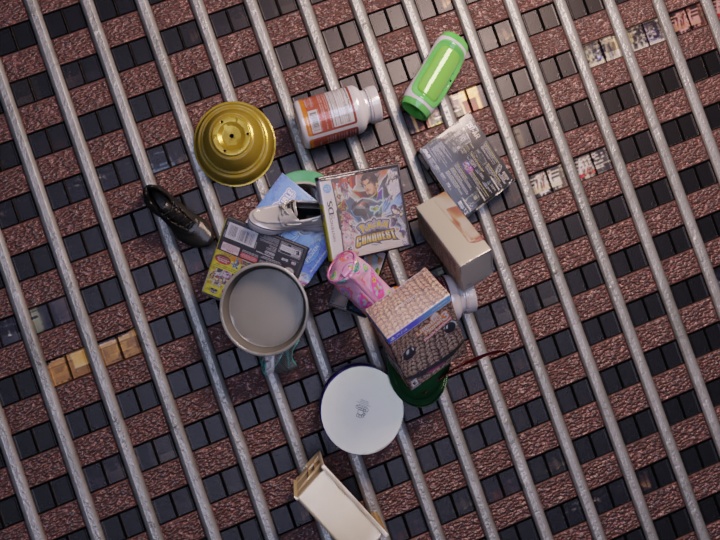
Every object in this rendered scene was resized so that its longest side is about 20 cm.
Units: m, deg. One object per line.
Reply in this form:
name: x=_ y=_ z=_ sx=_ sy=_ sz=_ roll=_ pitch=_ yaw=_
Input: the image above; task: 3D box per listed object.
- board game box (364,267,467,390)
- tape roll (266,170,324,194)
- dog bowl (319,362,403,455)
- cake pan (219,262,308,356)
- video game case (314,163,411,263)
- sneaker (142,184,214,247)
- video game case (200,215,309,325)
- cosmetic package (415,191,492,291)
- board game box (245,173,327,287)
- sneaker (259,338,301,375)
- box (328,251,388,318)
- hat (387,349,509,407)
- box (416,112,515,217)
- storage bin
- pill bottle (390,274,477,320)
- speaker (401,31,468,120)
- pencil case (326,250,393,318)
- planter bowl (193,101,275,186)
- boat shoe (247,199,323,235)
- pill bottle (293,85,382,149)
board game box: x=0.122 y=0.127 z=1.480 sx=0.158 sy=0.202 sz=0.097 roll=-34 pitch=46 yaw=-7
tape roll: x=-0.132 y=-0.131 z=1.641 sx=0.195 sy=0.048 sz=0.206 roll=0 pitch=87 yaw=-3
dog bowl: x=0.001 y=0.318 z=1.612 sx=0.195 sy=0.079 sz=0.206 roll=0 pitch=86 yaw=-4
cake pan: x=-0.209 y=0.084 z=1.528 sx=0.195 sy=0.037 sz=0.206 roll=0 pitch=95 yaw=1
video game case: x=0.009 y=-0.126 z=1.521 sx=0.196 sy=0.025 sz=0.186 roll=-13 pitch=97 yaw=-22
sneaker: x=-0.423 y=-0.123 z=1.597 sx=0.198 sy=0.091 sz=0.077 roll=36 pitch=83 yaw=-3
video game case: x=-0.235 y=0.000 z=1.553 sx=0.196 sy=0.026 sz=0.185 roll=21 pitch=95 yaw=0
cosmetic package: x=0.214 y=-0.069 z=1.594 sx=0.086 sy=0.104 sz=0.202 roll=-27 pitch=56 yaw=-7
board game box: x=-0.161 y=-0.079 z=1.591 sx=0.198 sy=0.043 sz=0.202 roll=37 pitch=86 yaw=0
sneaker: x=-0.179 y=0.142 z=1.621 sx=0.089 sy=0.077 sz=0.206 roll=7 pitch=89 yaw=-21
box: x=0.000 y=0.000 z=1.608 sx=0.059 sy=0.116 sz=0.204 roll=21 pitch=84 yaw=-22
hat: x=0.181 y=0.198 z=1.559 sx=0.199 sy=0.175 sz=0.167 roll=-40 pitch=95 yaw=-36
box: x=0.252 y=-0.249 z=1.681 sx=0.159 sy=0.044 sz=0.202 roll=-35 pitch=90 yaw=-6
storage bin: x=-0.049 y=0.515 z=1.536 sx=0.094 sy=0.199 sz=0.200 roll=-44 pitch=91 yaw=-7
pill bottle: x=0.166 y=0.076 z=1.621 sx=0.195 sy=0.113 sz=0.116 roll=-14 pitch=88 yaw=-5
speaker: x=0.178 y=-0.464 z=1.668 sx=0.087 sy=0.088 sz=0.203 roll=31 pitch=85 yaw=-2
pencil case: x=0.014 y=0.044 z=1.492 sx=0.088 sy=0.087 sz=0.200 roll=-49 pitch=125 yaw=-6
planter bowl: x=-0.296 y=-0.303 z=1.621 sx=0.195 sy=0.083 sz=0.206 roll=0 pitch=87 yaw=-4
boat shoe: x=-0.149 y=-0.123 z=1.527 sx=0.194 sy=0.066 sz=0.073 roll=3 pitch=57 yaw=-5
pill bottle: x=-0.052 y=-0.364 z=1.630 sx=0.195 sy=0.112 sz=0.115 roll=-17 pitch=88 yaw=-6
